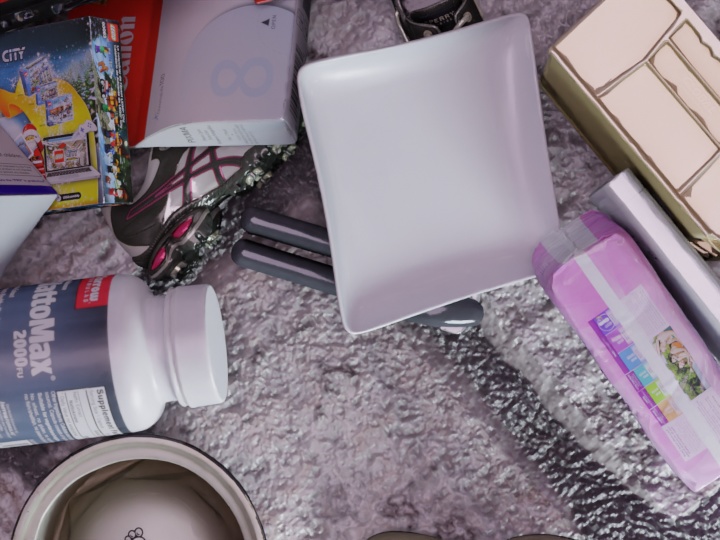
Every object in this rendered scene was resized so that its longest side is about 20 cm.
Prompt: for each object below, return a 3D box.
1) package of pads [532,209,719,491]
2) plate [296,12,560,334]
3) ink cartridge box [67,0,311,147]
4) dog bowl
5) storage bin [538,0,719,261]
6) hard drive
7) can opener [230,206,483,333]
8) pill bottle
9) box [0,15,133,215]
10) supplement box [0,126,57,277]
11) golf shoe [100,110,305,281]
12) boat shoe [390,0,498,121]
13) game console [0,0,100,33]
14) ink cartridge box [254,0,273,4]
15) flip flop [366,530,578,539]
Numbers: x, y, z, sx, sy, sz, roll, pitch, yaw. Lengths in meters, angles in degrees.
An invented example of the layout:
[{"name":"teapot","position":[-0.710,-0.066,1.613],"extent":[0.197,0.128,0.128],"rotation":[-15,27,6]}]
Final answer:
[{"name":"package of pads","position":[0.209,0.054,1.247],"extent":[0.075,0.121,0.201],"rotation":[-35,99,8]},{"name":"plate","position":[0.051,-0.074,1.257],"extent":[0.198,0.032,0.202],"rotation":[-17,105,-26]},{"name":"ink cartridge box","position":[-0.139,-0.175,1.281],"extent":[0.198,0.047,0.162],"rotation":[0,69,11]},{"name":"dog bowl","position":[-0.164,0.224,1.299],"extent":[0.198,0.074,0.202],"rotation":[0,89,3]},{"name":"storage bin","position":[0.225,-0.107,1.227],"extent":[0.094,0.200,0.199],"rotation":[-40,88,2]},{"name":"hard drive","position":[0.246,0.013,1.258],"extent":[0.027,0.132,0.200],"rotation":[-38,88,1]},{"name":"can opener","position":[0.000,0.000,1.298],"extent":[0.198,0.067,0.054],"rotation":[17,91,-5]},{"name":"pill bottle","position":[-0.205,0.066,1.278],"extent":[0.198,0.120,0.121],"rotation":[-7,89,3]},{"name":"box","position":[-0.266,-0.108,1.284],"extent":[0.198,0.038,0.138],"rotation":[-5,88,29]},{"name":"supplement box","position":[-0.333,-0.087,1.242],"extent":[0.200,0.103,0.101],"rotation":[48,113,18]},{"name":"golf shoe","position":[-0.114,-0.086,1.303],"extent":[0.088,0.077,0.200],"rotation":[43,91,7]},{"name":"boat shoe","position":[0.060,-0.188,1.303],"extent":[0.070,0.064,0.201],"rotation":[-27,88,2]},{"name":"game console","position":[-0.215,-0.254,1.221],"extent":[0.198,0.173,0.119],"rotation":[-12,118,25]},{"name":"ink cartridge box","position":[-0.018,-0.307,1.272],"extent":[0.172,0.044,0.201],"rotation":[-13,64,-7]},{"name":"flip flop","position":[0.091,0.239,1.296],"extent":[0.198,0.058,0.082],"rotation":[7,89,2]}]
